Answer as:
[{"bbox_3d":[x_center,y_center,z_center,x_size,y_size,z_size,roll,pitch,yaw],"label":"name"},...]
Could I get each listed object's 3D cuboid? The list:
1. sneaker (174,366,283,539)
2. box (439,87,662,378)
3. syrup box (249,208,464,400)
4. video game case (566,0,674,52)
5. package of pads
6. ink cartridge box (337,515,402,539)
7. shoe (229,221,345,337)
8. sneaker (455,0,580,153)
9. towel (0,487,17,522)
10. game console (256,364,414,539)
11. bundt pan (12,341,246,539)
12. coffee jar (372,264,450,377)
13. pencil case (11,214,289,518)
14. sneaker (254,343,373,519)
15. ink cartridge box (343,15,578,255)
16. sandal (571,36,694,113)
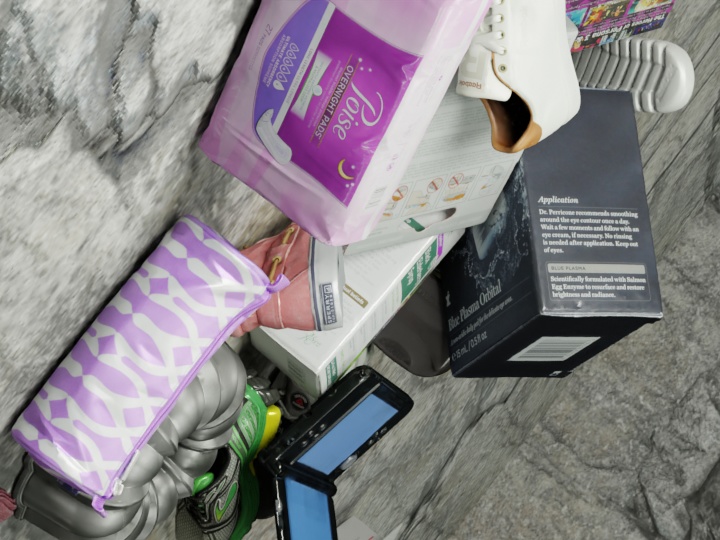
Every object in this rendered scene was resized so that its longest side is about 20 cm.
[{"bbox_3d":[-0.131,0.171,1.596,0.085,0.078,0.201,-30,145,-43],"label":"sneaker"},{"bbox_3d":[0.152,-0.028,1.619,0.117,0.201,0.197,1,161,-20],"label":"box"},{"bbox_3d":[0.000,0.000,1.565,0.200,0.081,0.079,-48,167,-16],"label":"syrup box"},{"bbox_3d":[0.176,-0.239,1.490,0.199,0.036,0.182,-18,150,-22],"label":"video game case"},{"bbox_3d":[-0.006,-0.127,1.151,0.076,0.120,0.201,-33,155,-55],"label":"package of pads"},{"bbox_3d":[-0.035,0.395,2.441,0.116,0.068,0.201,-30,154,-58],"label":"ink cartridge box"},{"bbox_3d":[-0.059,-0.006,1.401,0.200,0.090,0.072,-90,175,-71],"label":"shoe"},{"bbox_3d":[0.099,-0.171,1.341,0.085,0.073,0.201,-41,125,-30],"label":"sneaker"},{"bbox_3d":[-0.305,0.213,1.203,0.200,0.023,0.144,-52,165,-4],"label":"towel"},{"bbox_3d":[-0.008,0.189,1.616,0.176,0.117,0.200,-42,163,1],"label":"game console"},{"bbox_3d":[-0.155,0.123,1.368,0.202,0.076,0.202,-48,165,-17],"label":"bundt pan"},{"bbox_3d":[0.062,0.043,1.777,0.086,0.104,0.200,-53,174,6],"label":"coffee jar"},{"bbox_3d":[-0.141,0.060,1.239,0.200,0.085,0.084,-53,160,-4],"label":"pencil case"},{"bbox_3d":[-0.061,0.127,1.704,0.201,0.074,0.089,-62,168,-6],"label":"sneaker"},{"bbox_3d":[0.066,-0.111,1.468,0.159,0.047,0.201,-14,141,-39],"label":"ink cartridge box"},{"bbox_3d":[0.221,-0.176,1.641,0.050,0.202,0.083,-2,112,-34],"label":"sandal"}]
